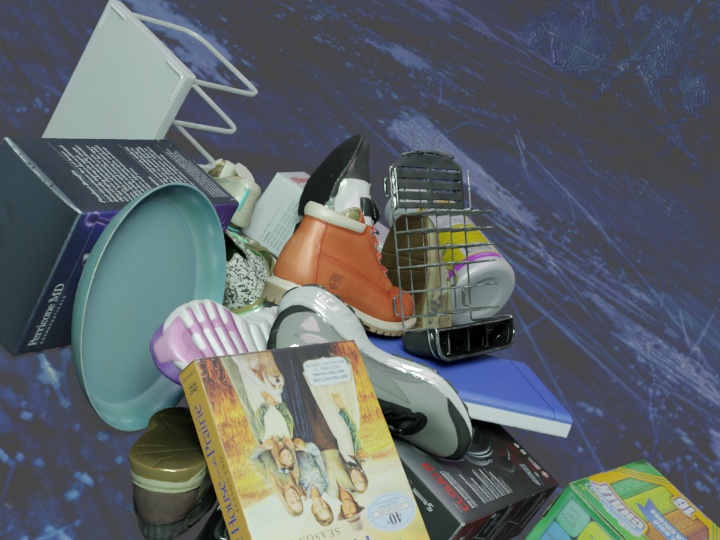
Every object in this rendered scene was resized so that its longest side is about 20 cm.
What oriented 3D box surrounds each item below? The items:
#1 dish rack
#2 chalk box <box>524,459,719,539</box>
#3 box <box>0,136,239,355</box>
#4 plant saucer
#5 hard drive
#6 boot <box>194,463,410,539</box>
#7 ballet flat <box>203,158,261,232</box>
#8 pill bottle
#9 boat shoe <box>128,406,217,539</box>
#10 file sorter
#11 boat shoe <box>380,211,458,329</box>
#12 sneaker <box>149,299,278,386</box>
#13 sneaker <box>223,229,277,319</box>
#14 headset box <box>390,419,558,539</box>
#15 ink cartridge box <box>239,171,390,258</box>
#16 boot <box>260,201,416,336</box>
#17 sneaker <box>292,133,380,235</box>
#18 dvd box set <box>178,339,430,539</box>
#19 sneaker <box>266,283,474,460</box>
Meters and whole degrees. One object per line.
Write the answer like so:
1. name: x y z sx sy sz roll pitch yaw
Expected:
1. dish rack: 0.085 -0.017 1.057 0.054 0.201 0.153 -6 -1 34
2. chalk box: 0.217 0.261 0.956 0.124 0.124 0.200 45 26 28
3. box: -0.226 -0.026 0.939 0.104 0.148 0.200 41 26 22
4. plant saucer: -0.169 0.027 0.872 0.027 0.201 0.200 13 16 22
5. hard drive: 0.086 0.102 1.035 0.199 0.025 0.132 14 15 -18
6. boot: -0.043 0.189 0.803 0.131 0.070 0.200 30 36 -5
7. ballet flat: -0.146 -0.090 1.202 0.067 0.063 0.200 29 3 -25
8. pill bottle: 0.108 -0.027 1.415 0.104 0.104 0.200 12 30 -39
9. boat shoe: -0.133 0.149 0.817 0.071 0.066 0.201 12 4 2
10. file sorter: -0.218 -0.145 1.119 0.139 0.200 0.124 45 24 27
11. boat shoe: 0.061 0.039 1.135 0.063 0.201 0.073 -5 10 -45
12. sneaker: -0.115 0.077 0.883 0.081 0.088 0.200 67 18 13
13. sneaker: -0.122 -0.013 1.066 0.200 0.077 0.089 -131 -162 -64
14. headset box: 0.064 0.183 0.981 0.149 0.077 0.200 44 24 27
15. ink cartridge box: -0.021 -0.026 1.242 0.200 0.083 0.146 34 10 4
16. boot: 0.000 0.000 1.024 0.075 0.108 0.200 18 -1 37
17. sneaker: -0.017 -0.049 1.135 0.088 0.074 0.201 36 54 -28
18. dvd box set: -0.032 0.149 0.762 0.146 0.029 0.201 -3 63 -39
19. sneaker: 0.005 0.100 0.891 0.200 0.074 0.079 36 46 -11
